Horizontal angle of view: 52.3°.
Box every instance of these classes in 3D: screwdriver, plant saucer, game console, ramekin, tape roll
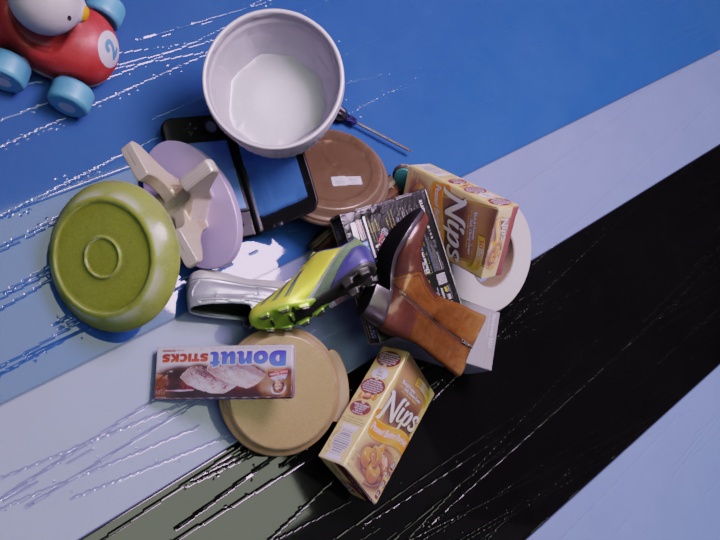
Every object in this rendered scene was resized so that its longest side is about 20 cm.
[{"bbox_3d":[0.005,-0.250,1.282,0.198,0.029,0.028,26,66,-23],"label":"screwdriver"},{"bbox_3d":[-0.048,-0.157,1.179,0.196,0.030,0.203,6,55,-8],"label":"plant saucer"},{"bbox_3d":[-0.184,-0.158,1.103,0.170,0.118,0.203,-13,83,-36],"label":"game console"},{"bbox_3d":[-0.121,-0.258,1.056,0.196,0.105,0.204,0,84,-3],"label":"ramekin"},{"bbox_3d":[0.221,-0.028,1.286,0.200,0.037,0.207,-8,103,-34],"label":"tape roll"},{"bbox_3d":[-0.334,-0.018,0.970,0.196,0.031,0.204,1,92,14],"label":"plant saucer"}]

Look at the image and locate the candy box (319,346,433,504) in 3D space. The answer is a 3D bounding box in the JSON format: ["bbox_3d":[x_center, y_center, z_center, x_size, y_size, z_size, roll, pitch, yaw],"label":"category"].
[{"bbox_3d":[0.029,0.233,1.118,0.201,0.055,0.116,-56,136,-26],"label":"candy box"}]

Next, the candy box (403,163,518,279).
[{"bbox_3d":[0.149,-0.083,1.169,0.055,0.199,0.117,-11,122,-39],"label":"candy box"}]

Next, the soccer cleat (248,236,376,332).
[{"bbox_3d":[-0.072,0.020,1.050,0.198,0.065,0.084,-27,59,-2],"label":"soccer cleat"}]

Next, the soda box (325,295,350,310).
[{"bbox_3d":[0.000,0.000,1.187,0.198,0.068,0.064,-28,90,-31],"label":"soda box"}]

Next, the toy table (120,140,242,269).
[{"bbox_3d":[-0.256,-0.092,1.022,0.184,0.117,0.200,-45,82,11],"label":"toy table"}]

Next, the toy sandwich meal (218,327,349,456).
[{"bbox_3d":[-0.115,0.175,1.091,0.202,0.070,0.209,2,85,-19],"label":"toy sandwich meal"}]

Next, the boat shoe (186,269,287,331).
[{"bbox_3d":[-0.161,0.055,1.086,0.198,0.070,0.073,11,55,-18],"label":"boat shoe"}]

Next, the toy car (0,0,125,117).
[{"bbox_3d":[-0.407,-0.346,0.991,0.175,0.199,0.187,20,69,-21],"label":"toy car"}]

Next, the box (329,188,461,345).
[{"bbox_3d":[0.057,-0.008,1.128,0.158,0.049,0.203,-20,92,-24],"label":"box"}]

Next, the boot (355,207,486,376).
[{"bbox_3d":[0.114,0.031,1.088,0.198,0.068,0.191,29,72,-20],"label":"boot"}]

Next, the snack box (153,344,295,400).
[{"bbox_3d":[-0.189,0.142,1.022,0.196,0.024,0.073,-2,75,7],"label":"snack box"}]

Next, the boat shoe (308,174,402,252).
[{"bbox_3d":[0.003,-0.079,1.208,0.199,0.072,0.068,-40,102,-25],"label":"boat shoe"}]

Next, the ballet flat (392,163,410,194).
[{"bbox_3d":[0.130,-0.116,1.296,0.201,0.067,0.076,50,39,-14],"label":"ballet flat"}]

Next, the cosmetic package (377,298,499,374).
[{"bbox_3d":[0.126,0.096,1.219,0.197,0.090,0.109,17,72,-19],"label":"cosmetic package"}]
